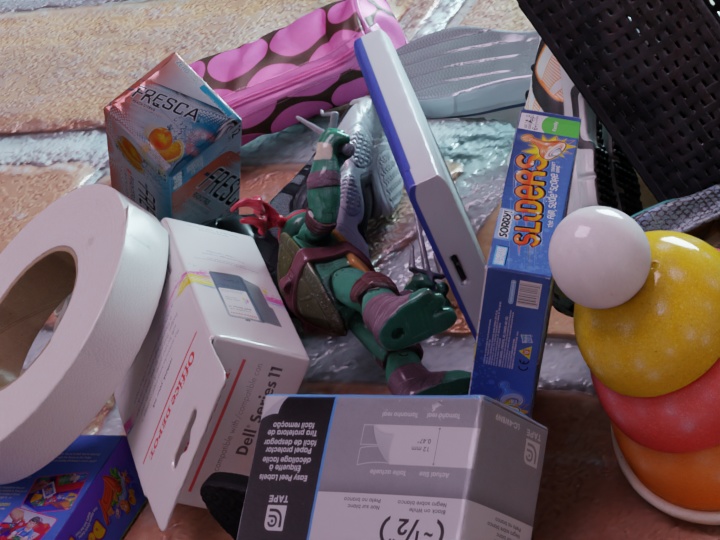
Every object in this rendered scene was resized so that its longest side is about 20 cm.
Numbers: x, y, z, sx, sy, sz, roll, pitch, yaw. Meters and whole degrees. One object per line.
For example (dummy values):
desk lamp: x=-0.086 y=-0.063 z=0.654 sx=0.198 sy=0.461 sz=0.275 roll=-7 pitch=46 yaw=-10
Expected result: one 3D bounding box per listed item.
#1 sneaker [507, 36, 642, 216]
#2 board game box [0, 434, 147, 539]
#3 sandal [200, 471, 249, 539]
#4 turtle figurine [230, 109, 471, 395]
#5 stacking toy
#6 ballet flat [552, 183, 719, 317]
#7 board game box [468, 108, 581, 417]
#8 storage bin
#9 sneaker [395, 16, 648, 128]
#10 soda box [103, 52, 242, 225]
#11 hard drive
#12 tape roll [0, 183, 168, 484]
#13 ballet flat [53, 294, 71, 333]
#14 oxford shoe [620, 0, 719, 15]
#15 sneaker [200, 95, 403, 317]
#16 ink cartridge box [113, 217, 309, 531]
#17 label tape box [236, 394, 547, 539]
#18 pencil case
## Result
sneaker: x=0.124 y=-0.098 z=1.430 sx=0.080 sy=0.074 sz=0.200 roll=-17 pitch=62 yaw=35
board game box: x=-0.243 y=0.165 z=1.434 sx=0.200 sy=0.045 sz=0.135 roll=-2 pitch=41 yaw=37
sandal: x=0.002 y=0.138 z=1.254 sx=0.200 sy=0.075 sz=0.045 roll=5 pitch=48 yaw=32
turtle figurine: x=0.000 y=0.000 z=1.384 sx=0.101 sy=0.150 sz=0.200 roll=-38 pitch=42 yaw=4
stacking toy: x=0.157 y=0.026 z=1.142 sx=0.146 sy=0.200 sz=0.146 roll=-19 pitch=51 yaw=25
ballet flat: x=0.201 y=-0.012 z=1.274 sx=0.200 sy=0.074 sz=0.074 roll=-28 pitch=31 yaw=10
board game box: x=0.082 y=0.033 z=1.222 sx=0.034 sy=0.200 sz=0.135 roll=10 pitch=40 yaw=5
storage bin: x=0.183 y=-0.143 z=1.349 sx=0.094 sy=0.200 sz=0.135 roll=-30 pitch=14 yaw=26
sneaker: x=0.105 y=-0.120 z=1.532 sx=0.200 sy=0.071 sz=0.073 roll=-1 pitch=51 yaw=28
soda box: x=-0.124 y=-0.064 z=1.526 sx=0.064 sy=0.200 sz=0.068 roll=-40 pitch=76 yaw=-16
hard drive: x=0.045 y=-0.052 z=1.426 sx=0.025 sy=0.132 sz=0.200 roll=-24 pitch=32 yaw=4
tape roll: x=-0.197 y=0.038 z=1.432 sx=0.203 sy=0.037 sz=0.203 roll=-37 pitch=33 yaw=29
ballet flat: x=-0.185 y=0.016 z=1.591 sx=0.071 sy=0.069 sz=0.200 roll=-44 pitch=26 yaw=11
oxford shoe: x=0.224 y=-0.175 z=1.519 sx=0.075 sy=0.071 sz=0.200 roll=-28 pitch=32 yaw=-8
sneaker: x=-0.043 y=-0.041 z=1.534 sx=0.114 sy=0.076 sz=0.200 roll=-10 pitch=39 yaw=24
ink cartridge box: x=-0.092 y=0.066 z=1.382 sx=0.117 sy=0.067 sz=0.200 roll=-66 pitch=24 yaw=21
label tape box: x=0.005 y=0.164 z=1.142 sx=0.143 sy=0.066 sz=0.200 roll=-2 pitch=68 yaw=38
pencil case: x=-0.063 y=-0.138 z=1.680 sx=0.200 sy=0.091 sz=0.094 roll=-25 pitch=-3 yaw=11
